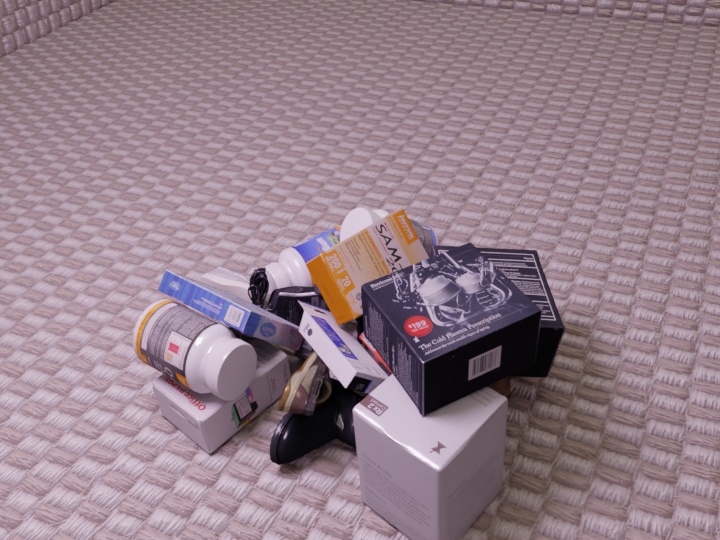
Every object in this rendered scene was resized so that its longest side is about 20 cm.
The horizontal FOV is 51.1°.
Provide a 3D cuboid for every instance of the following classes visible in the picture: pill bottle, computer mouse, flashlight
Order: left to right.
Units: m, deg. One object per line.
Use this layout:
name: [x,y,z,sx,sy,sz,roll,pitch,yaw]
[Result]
pill bottle: [-0.273,0.132,1.242,0.197,0.119,0.116,21,43,31]
computer mouse: [-0.122,0.067,1.470,0.194,0.142,0.053,6,19,0]
pill bottle: [-0.101,-0.006,1.554,0.197,0.114,0.112,-26,41,-26]
flashlight: [-0.024,0.149,1.372,0.195,0.068,0.069,15,75,17]
pill bottle: [0.059,-0.059,1.532,0.197,0.116,0.114,13,19,-43]

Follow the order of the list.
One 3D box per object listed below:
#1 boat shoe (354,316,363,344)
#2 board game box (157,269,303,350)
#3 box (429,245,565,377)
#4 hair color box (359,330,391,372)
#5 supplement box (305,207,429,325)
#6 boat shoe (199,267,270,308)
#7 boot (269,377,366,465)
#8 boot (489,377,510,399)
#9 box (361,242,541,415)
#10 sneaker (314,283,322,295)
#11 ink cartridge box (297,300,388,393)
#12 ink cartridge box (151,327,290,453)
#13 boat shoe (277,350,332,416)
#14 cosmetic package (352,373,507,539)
boat shoe: [0.017,0.082,1.471,0.073,0.095,0.200,-3,8,9]
board game box: [-0.223,0.072,1.329,0.197,0.198,0.044,23,88,27]
box: [0.219,0.068,1.283,0.194,0.125,0.201,3,40,-5]
hair color box: [0.098,0.108,1.344,0.111,0.064,0.199,46,32,13]
supplement box: [0.019,-0.009,1.337,0.198,0.128,0.073,-32,2,-31]
boat shoe: [-0.244,0.039,1.555,0.196,0.073,0.068,11,39,35]
boot: [-0.030,0.262,1.220,0.165,0.078,0.199,16,35,30]
boot: [0.226,0.141,1.358,0.072,0.077,0.202,-11,36,-6]
box: [0.126,0.077,1.084,0.196,0.106,0.182,-20,41,-20]
sneaker: [0.000,0.000,1.408,0.196,0.084,0.070,-9,9,-29]
ink cartridge box: [-0.037,0.132,1.281,0.098,0.040,0.200,22,19,-46]
ink cartridge box: [-0.240,0.201,1.318,0.143,0.086,0.199,25,45,34]
boat shoe: [-0.078,0.189,1.218,0.064,0.074,0.200,27,18,5]
cosmetic package: [0.103,0.265,1.100,0.163,0.204,0.164,27,46,35]
